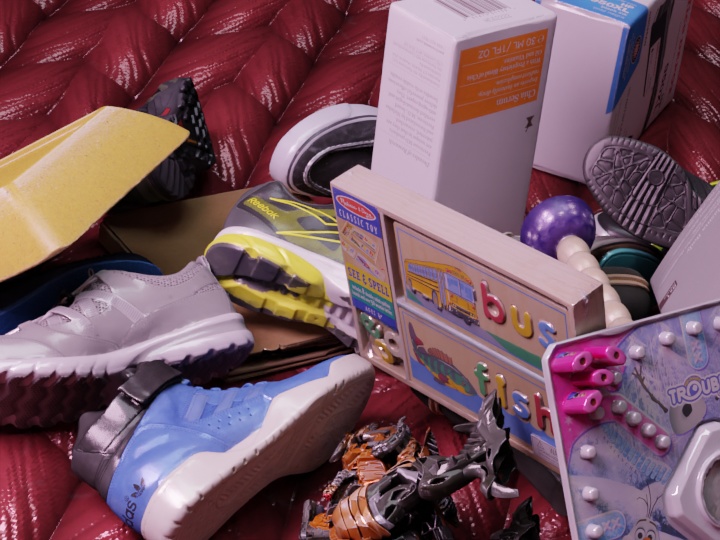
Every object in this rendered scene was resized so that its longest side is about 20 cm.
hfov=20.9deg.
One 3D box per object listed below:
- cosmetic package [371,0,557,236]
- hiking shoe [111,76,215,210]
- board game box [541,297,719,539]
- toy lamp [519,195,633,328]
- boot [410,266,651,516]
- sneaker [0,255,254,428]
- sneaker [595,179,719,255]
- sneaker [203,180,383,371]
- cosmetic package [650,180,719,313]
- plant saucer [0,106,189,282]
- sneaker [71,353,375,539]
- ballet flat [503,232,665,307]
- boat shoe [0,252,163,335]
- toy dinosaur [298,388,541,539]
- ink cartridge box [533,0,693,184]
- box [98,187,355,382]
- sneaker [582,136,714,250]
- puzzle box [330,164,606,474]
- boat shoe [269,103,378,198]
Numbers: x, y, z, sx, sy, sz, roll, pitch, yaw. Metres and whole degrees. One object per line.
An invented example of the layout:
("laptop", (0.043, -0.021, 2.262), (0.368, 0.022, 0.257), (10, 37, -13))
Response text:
("cosmetic package", (0.067, -0.092, 1.377), (0.101, 0.202, 0.071), (-19, 39, -36))
("hiking shoe", (-0.168, -0.091, 1.447), (0.100, 0.076, 0.200), (-14, 12, 8))
("board game box", (0.200, 0.119, 1.059), (0.198, 0.202, 0.026), (-13, 5, -30))
("toy lamp", (0.151, 0.026, 1.171), (0.058, 0.059, 0.201), (-3, 35, -16))
("boot", (0.146, 0.081, 1.246), (0.199, 0.078, 0.138), (-24, 52, -34))
("sneaker", (-0.168, 0.041, 1.205), (0.198, 0.075, 0.083), (-9, 64, -32))
("sneaker", (0.266, -0.047, 1.457), (0.198, 0.084, 0.072), (0, 30, -12))
("sneaker", (0.000, 0.000, 1.277), (0.198, 0.075, 0.085), (24, 53, -10))
("cosmetic package", (0.251, 0.019, 1.220), (0.090, 0.107, 0.200), (33, 14, -6))
("plant saucer", (-0.232, -0.037, 1.260), (0.199, 0.049, 0.200), (-22, 15, 28))
("sneaker", (-0.086, 0.084, 1.169), (0.111, 0.077, 0.199), (34, 45, 24))
("ballet flat", (0.138, -0.004, 1.335), (0.199, 0.068, 0.064), (-3, 39, -47))
("boat shoe", (-0.219, 0.025, 1.240), (0.199, 0.085, 0.068), (-16, 28, -36))
("toy dinosaur", (0.030, 0.146, 1.099), (0.134, 0.103, 0.201), (-16, 45, 7))
("ink cartridge box", (0.204, -0.180, 1.609), (0.084, 0.146, 0.200), (19, 33, 18))
("box", (-0.069, 0.002, 1.366), (0.162, 0.021, 0.200), (-12, 35, -29))
("sneaker", (0.241, -0.031, 1.371), (0.199, 0.060, 0.104), (29, 4, 1))
("puzzle box", (0.064, 0.030, 1.122), (0.025, 0.134, 0.199), (-32, 40, -29))
("boat shoe", (0.022, -0.075, 1.464), (0.198, 0.074, 0.068), (2, 32, -46))
